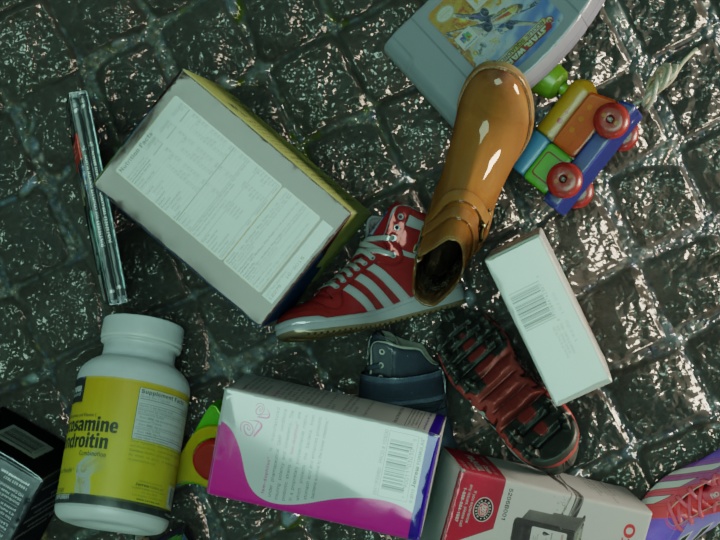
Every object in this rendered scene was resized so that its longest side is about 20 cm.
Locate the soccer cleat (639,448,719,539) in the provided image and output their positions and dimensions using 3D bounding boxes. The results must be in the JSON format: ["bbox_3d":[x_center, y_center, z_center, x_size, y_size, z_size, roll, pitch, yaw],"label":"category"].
[{"bbox_3d":[0.339,0.209,1.600,0.200,0.073,0.068,-35,89,6],"label":"soccer cleat"}]

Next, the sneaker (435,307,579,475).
[{"bbox_3d":[0.142,0.121,1.609,0.071,0.098,0.201,-39,58,-2],"label":"sneaker"}]

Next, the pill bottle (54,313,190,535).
[{"bbox_3d":[-0.226,0.149,1.624,0.111,0.112,0.201,6,74,6],"label":"pill bottle"}]

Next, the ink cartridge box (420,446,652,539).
[{"bbox_3d":[0.159,0.265,1.588,0.199,0.083,0.146,14,95,-13],"label":"ink cartridge box"}]

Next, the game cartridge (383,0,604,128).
[{"bbox_3d":[0.133,-0.235,1.599,0.200,0.042,0.133,-43,61,6],"label":"game cartridge"}]

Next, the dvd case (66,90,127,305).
[{"bbox_3d":[-0.255,-0.066,1.617,0.022,0.146,0.201,-10,91,-11],"label":"dvd case"}]

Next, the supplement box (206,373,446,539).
[{"bbox_3d":[-0.030,0.169,1.545,0.199,0.103,0.102,12,97,5],"label":"supplement box"}]

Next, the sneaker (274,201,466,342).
[{"bbox_3d":[0.000,0.000,1.603,0.199,0.071,0.113,-13,89,-27],"label":"sneaker"}]

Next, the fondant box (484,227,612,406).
[{"bbox_3d":[0.173,0.038,1.546,0.058,0.200,0.145,-26,90,8],"label":"fondant box"}]

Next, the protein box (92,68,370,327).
[{"bbox_3d":[-0.115,-0.067,1.572,0.200,0.199,0.135,40,95,3],"label":"protein box"}]

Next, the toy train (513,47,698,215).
[{"bbox_3d":[0.214,-0.163,1.600,0.116,0.085,0.200,40,96,16],"label":"toy train"}]

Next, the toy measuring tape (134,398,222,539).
[{"bbox_3d":[-0.154,0.212,1.660,0.073,0.074,0.201,32,105,4],"label":"toy measuring tape"}]

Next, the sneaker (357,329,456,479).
[{"bbox_3d":[-0.011,0.134,1.628,0.201,0.077,0.147,-6,98,2],"label":"sneaker"}]

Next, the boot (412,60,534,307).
[{"bbox_3d":[0.094,-0.077,1.523,0.076,0.156,0.201,24,131,3],"label":"boot"}]

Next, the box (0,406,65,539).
[{"bbox_3d":[-0.375,0.251,1.640,0.104,0.148,0.201,29,95,4],"label":"box"}]

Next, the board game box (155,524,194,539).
[{"bbox_3d":[-0.219,0.372,1.662,0.199,0.057,0.166,-28,100,6],"label":"board game box"}]
